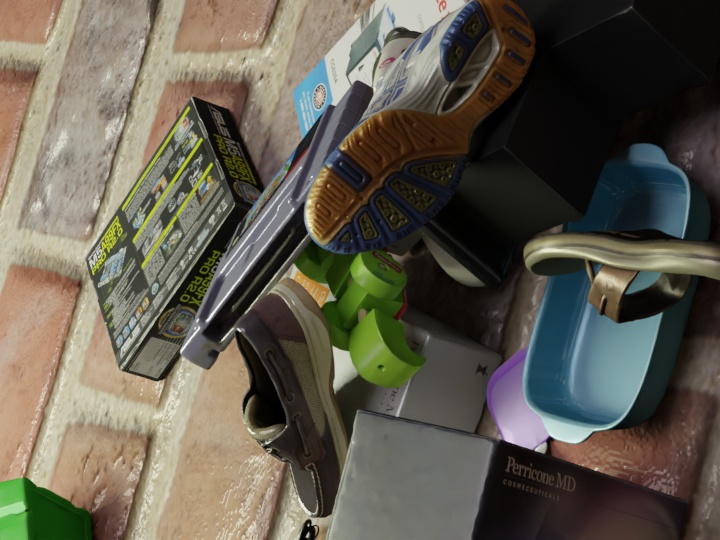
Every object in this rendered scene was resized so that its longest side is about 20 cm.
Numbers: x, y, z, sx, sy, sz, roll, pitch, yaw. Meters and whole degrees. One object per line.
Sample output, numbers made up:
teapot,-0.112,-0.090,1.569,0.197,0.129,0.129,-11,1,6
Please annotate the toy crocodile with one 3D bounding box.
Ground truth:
toy crocodile,0.000,0.000,1.512,0.068,0.062,0.200,-55,32,26

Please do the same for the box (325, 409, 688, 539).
box,0.077,0.204,1.280,0.123,0.200,0.199,6,80,44

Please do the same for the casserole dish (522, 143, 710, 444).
casserole dish,0.171,0.018,1.396,0.121,0.039,0.201,10,82,57

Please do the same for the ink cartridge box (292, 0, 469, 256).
ink cartridge box,0.047,-0.132,1.604,0.200,0.086,0.147,-46,43,36

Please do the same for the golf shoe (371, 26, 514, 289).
golf shoe,0.048,-0.068,1.489,0.077,0.201,0.088,-9,23,27

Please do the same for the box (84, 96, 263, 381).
box,-0.163,-0.028,1.895,0.200,0.044,0.160,-54,37,24

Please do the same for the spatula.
spatula,0.120,0.147,1.422,0.056,0.021,0.201,-40,45,36

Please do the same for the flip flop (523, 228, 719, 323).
flip flop,0.173,0.005,1.310,0.200,0.081,0.058,7,97,51

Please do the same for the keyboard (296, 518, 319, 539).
keyboard,-0.026,0.246,1.587,0.127,0.021,0.201,32,100,49

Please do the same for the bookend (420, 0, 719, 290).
bookend,0.148,-0.114,1.387,0.200,0.092,0.199,-24,35,48

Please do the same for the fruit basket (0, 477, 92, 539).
fruit basket,-0.328,0.308,1.895,0.215,0.155,0.216,-20,53,29

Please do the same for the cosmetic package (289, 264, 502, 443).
cosmetic package,0.008,0.071,1.575,0.200,0.071,0.102,28,98,56

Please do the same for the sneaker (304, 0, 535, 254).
sneaker,0.032,-0.088,1.368,0.200,0.075,0.088,-48,16,-14

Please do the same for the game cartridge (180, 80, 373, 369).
game cartridge,-0.057,-0.034,1.516,0.200,0.038,0.130,-51,16,35

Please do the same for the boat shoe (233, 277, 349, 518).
boat shoe,-0.051,0.097,1.498,0.072,0.065,0.201,42,149,44
